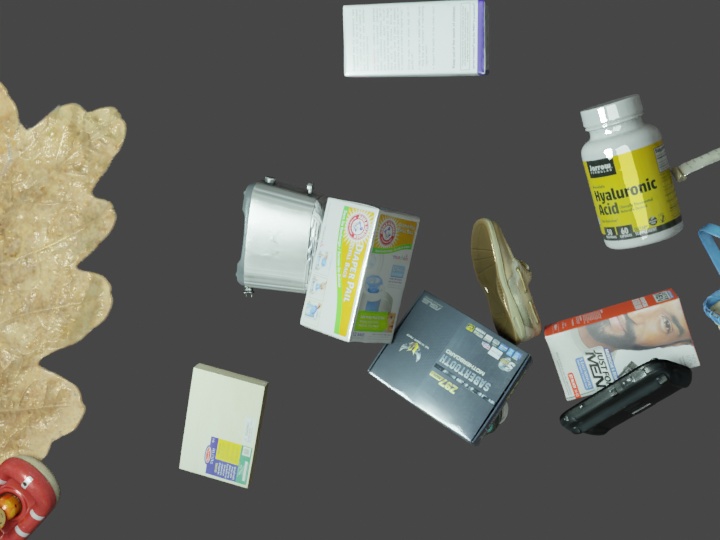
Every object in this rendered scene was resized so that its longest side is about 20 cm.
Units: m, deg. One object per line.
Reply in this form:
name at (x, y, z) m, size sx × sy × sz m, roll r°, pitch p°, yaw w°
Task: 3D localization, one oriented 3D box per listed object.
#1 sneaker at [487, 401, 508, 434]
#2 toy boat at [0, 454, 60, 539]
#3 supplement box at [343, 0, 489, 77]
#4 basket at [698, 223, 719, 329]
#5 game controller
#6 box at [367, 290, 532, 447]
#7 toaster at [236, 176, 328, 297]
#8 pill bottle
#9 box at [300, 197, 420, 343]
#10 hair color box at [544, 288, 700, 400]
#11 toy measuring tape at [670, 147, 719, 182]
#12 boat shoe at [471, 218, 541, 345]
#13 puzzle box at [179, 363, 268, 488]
sneaker at (0.147, 0.184, 1.280) m, size 0.200 × 0.091 × 0.078 m, roll 36°, pitch 110°, yaw 3°
toy boat at (-0.653, 0.437, 1.494) m, size 0.130 × 0.131 × 0.200 m, roll 43°, pitch 108°, yaw -1°
supplement box at (0.082, -0.330, 1.169) m, size 0.199 × 0.101 × 0.104 m, roll 0°, pitch 103°, yaw 12°
basket at (0.553, 0.033, 1.121) m, size 0.139 × 0.176 × 0.200 m, roll -36°, pitch 108°, yaw 3°
game controller at (0.394, 0.192, 1.212) m, size 0.200 × 0.104 × 0.042 m, roll -43°, pitch 52°, yaw 37°
box at (0.135, 0.146, 1.234) m, size 0.200 × 0.051 × 0.158 m, roll 32°, pitch 83°, yaw 25°
toaster at (-0.117, -0.043, 1.274) m, size 0.129 × 0.114 × 0.200 m, roll 9°, pitch 102°, yaw 8°
pill bottle at (0.376, -0.140, 1.145) m, size 0.111 × 0.111 × 0.200 m, roll -16°, pitch 99°, yaw 15°
box at (0.000, 0.000, 1.226) m, size 0.101 × 0.112 × 0.200 m, roll 16°, pitch 95°, yaw 38°
hair color box at (0.391, 0.113, 1.227) m, size 0.200 × 0.064 × 0.111 m, roll -19°, pitch 98°, yaw 15°
toy measuring tape at (0.534, -0.160, 1.125) m, size 0.200 × 0.074 × 0.074 m, roll -26°, pitch 96°, yaw 13°
boat shoe at (0.225, 0.012, 1.243) m, size 0.065 × 0.072 × 0.200 m, roll -19°, pitch 93°, yaw -21°
puzzle box at (-0.240, 0.272, 1.421) m, size 0.133 × 0.025 × 0.200 m, roll 14°, pitch 106°, yaw 8°
